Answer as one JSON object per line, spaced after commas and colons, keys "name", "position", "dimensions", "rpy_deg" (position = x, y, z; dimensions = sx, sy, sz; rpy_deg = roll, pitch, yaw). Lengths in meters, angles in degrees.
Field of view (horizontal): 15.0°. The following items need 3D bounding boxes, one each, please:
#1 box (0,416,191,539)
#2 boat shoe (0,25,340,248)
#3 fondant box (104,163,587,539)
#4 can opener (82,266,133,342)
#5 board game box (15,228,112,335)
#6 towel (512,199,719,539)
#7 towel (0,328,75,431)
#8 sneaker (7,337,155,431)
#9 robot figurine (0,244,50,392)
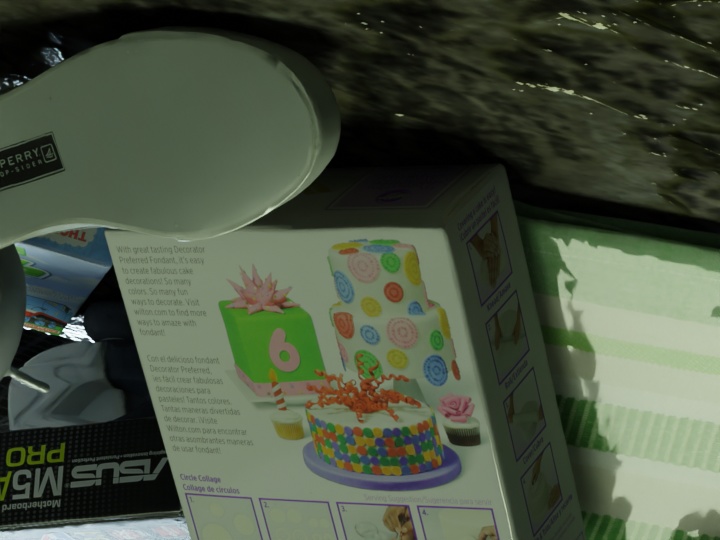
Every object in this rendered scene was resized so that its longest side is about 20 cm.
{"name": "box", "position": [-0.108, 0.121, 1.202], "dimensions": [0.160, 0.044, 0.200], "rpy_deg": [-7, 156, 19]}
{"name": "boat shoe", "position": [-0.080, -0.047, 0.936], "dimensions": [0.200, 0.071, 0.064], "rpy_deg": [-7, -170, 38]}
{"name": "fondant box", "position": [0.000, 0.062, 1.013], "dimensions": [0.144, 0.200, 0.058], "rpy_deg": [0, -153, 31]}
{"name": "can opener", "position": [-0.104, 0.034, 1.325], "dimensions": [0.067, 0.053, 0.200], "rpy_deg": [9, 166, 15]}
{"name": "board game box", "position": [-0.191, -0.020, 1.218], "dimensions": [0.151, 0.037, 0.200], "rpy_deg": [16, 167, -9]}
{"name": "towel", "position": [0.085, 0.066, 1.037], "dimensions": [0.152, 0.200, 0.023], "rpy_deg": [11, -148, 10]}
{"name": "towel", "position": [-0.188, 0.079, 1.418], "dimensions": [0.165, 0.086, 0.200], "rpy_deg": [18, -168, 8]}
{"name": "sneaker", "position": [-0.045, 0.065, 1.228], "dimensions": [0.199, 0.080, 0.130], "rpy_deg": [-16, 162, 15]}
{"name": "robot figurine", "position": [-0.209, -0.005, 1.057], "dimensions": [0.170, 0.113, 0.200], "rpy_deg": [4, 147, 48]}
